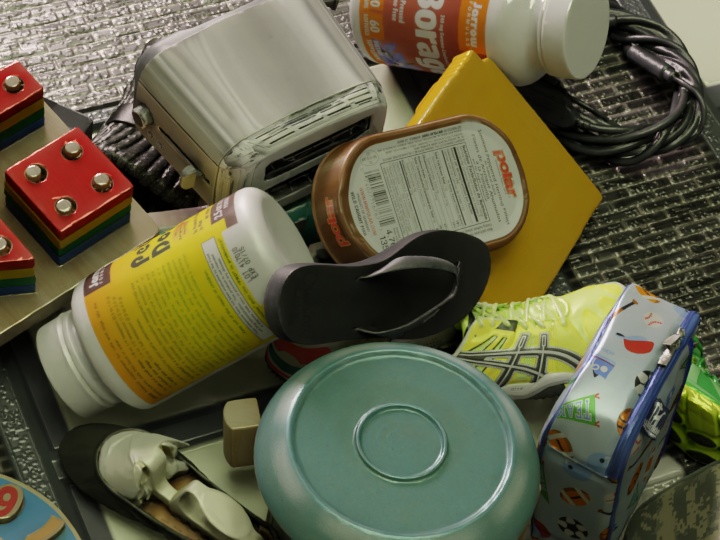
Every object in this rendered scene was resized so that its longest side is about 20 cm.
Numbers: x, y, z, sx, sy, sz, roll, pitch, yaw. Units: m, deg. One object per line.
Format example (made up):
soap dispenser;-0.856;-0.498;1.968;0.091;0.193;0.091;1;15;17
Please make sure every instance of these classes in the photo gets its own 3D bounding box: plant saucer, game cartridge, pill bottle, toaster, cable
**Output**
plant saucer;0.027;0.123;1.504;0.199;0.027;0.201;4;50;-5
game cartridge;0.095;-0.054;1.748;0.176;0.032;0.200;49;50;-17
pill bottle;0.100;-0.215;1.829;0.199;0.112;0.112;12;49;30
toaster;-0.068;-0.129;1.678;0.199;0.114;0.129;-27;66;-25
cable;0.211;-0.168;1.901;0.199;0.051;0.163;26;49;15
pill bottle;-0.135;0.029;1.611;0.199;0.109;0.110;-29;57;12

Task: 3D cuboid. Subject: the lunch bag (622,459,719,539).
lunch bag;0.278;0.259;1.540;0.167;0.139;0.201;25;50;-21

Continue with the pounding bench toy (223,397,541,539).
pounding bench toy;0.012;0.144;1.585;0.156;0.124;0.200;-28;63;-27

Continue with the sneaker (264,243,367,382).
sneaker;-0.001;0.000;1.706;0.070;0.094;0.200;32;56;14

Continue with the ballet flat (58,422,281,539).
ballet flat;-0.132;0.159;1.584;0.200;0.069;0.068;32;56;14

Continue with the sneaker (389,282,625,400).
sneaker;0.113;0.055;1.655;0.199;0.077;0.075;-25;35;-2

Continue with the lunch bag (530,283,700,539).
lunch bag;0.187;0.110;1.593;0.075;0.200;0.160;26;54;14

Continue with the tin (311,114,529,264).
tin;0.050;-0.055;1.666;0.200;0.042;0.112;-16;92;-41

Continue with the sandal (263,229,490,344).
sandal;0.022;0.019;1.579;0.200;0.076;0.043;-14;14;-38

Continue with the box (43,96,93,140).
box;-0.325;-0.068;1.726;0.157;0.050;0.200;24;54;8

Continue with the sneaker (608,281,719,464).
sneaker;0.246;0.075;1.707;0.200;0.074;0.084;41;62;19

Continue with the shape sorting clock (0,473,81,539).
shape sorting clock;-0.286;0.220;1.530;0.199;0.039;0.201;5;54;-7

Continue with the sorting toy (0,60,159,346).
sorting toy;-0.287;-0.056;1.645;0.198;0.070;0.200;-34;68;-25

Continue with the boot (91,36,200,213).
boot;-0.110;-0.101;1.767;0.210;0.080;0.158;10;46;10

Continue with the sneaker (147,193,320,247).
sneaker;-0.104;-0.009;1.711;0.199;0.071;0.080;-13;60;-4
